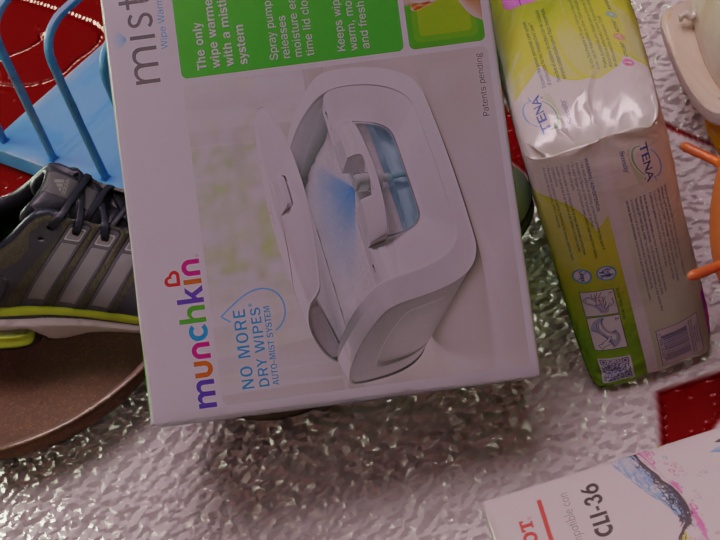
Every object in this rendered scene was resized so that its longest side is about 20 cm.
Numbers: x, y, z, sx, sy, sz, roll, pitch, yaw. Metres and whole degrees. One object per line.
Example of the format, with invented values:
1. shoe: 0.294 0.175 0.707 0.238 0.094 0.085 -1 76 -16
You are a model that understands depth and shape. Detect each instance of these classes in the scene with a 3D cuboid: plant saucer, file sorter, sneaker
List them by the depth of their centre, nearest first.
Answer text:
1. sneaker: -0.126 -0.014 1.035 0.200 0.081 0.074 -10 41 12
2. plant saucer: -0.178 0.034 1.095 0.200 0.037 0.201 -11 41 10
3. file sorter: -0.119 -0.125 1.181 0.200 0.123 0.139 21 55 38

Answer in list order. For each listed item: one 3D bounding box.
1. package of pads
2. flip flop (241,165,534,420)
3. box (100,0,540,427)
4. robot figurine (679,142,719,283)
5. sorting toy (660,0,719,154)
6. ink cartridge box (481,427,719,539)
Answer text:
1. package of pads: 0.109 -0.068 0.995 0.068 0.155 0.200 -16 40 6
2. flip flop: 0.000 0.000 1.037 0.200 0.058 0.081 -35 42 -12
3. box: -0.020 -0.037 0.958 0.176 0.200 0.097 -6 -4 -2
4. robot figurine: 0.238 -0.021 0.898 0.200 0.144 0.117 3 4 1
5. sorting toy: 0.263 -0.132 1.015 0.180 0.200 0.107 -8 74 -8
6. ink cartridge box: 0.122 0.135 0.829 0.200 0.068 0.117 -19 40 2
